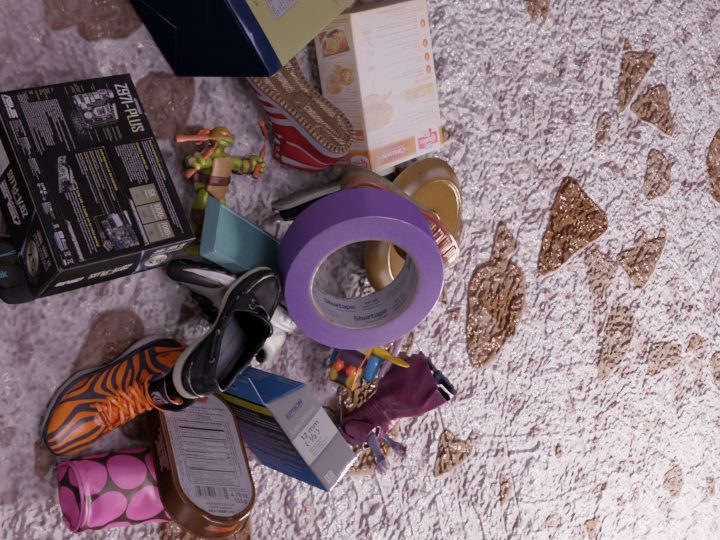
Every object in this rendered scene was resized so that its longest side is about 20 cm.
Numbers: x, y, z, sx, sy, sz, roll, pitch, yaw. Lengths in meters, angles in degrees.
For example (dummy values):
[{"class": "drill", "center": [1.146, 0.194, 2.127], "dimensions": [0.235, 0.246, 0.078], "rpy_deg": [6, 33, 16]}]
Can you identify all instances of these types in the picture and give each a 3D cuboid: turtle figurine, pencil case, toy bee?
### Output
[{"class": "turtle figurine", "center": [-0.179, -0.102, 1.454], "dimensions": [0.200, 0.064, 0.163], "rpy_deg": [-13, 115, -66]}, {"class": "pencil case", "center": [-0.258, 0.257, 1.438], "dimensions": [0.199, 0.091, 0.094], "rpy_deg": [2, 112, -39]}, {"class": "toy bee", "center": [-0.001, 0.116, 1.605], "dimensions": [0.109, 0.130, 0.202], "rpy_deg": [82, 12, -76]}]

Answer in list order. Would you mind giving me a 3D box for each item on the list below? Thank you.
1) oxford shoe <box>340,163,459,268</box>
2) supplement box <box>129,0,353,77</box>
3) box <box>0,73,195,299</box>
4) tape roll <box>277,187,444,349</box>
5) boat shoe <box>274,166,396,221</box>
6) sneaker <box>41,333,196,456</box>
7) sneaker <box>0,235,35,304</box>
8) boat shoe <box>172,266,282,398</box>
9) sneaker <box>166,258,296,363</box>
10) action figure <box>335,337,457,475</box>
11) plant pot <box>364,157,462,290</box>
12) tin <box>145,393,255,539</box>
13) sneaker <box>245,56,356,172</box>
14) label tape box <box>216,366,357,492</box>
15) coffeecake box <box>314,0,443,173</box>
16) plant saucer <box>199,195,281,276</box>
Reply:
[{"class": "oxford shoe", "center": [0.052, -0.072, 1.560], "dimensions": [0.071, 0.074, 0.200], "rpy_deg": [-39, 126, 17]}, {"class": "supplement box", "center": [-0.123, -0.330, 1.384], "dimensions": [0.200, 0.199, 0.135], "rpy_deg": [-46, 124, -25]}, {"class": "box", "center": [-0.293, -0.092, 1.299], "dimensions": [0.163, 0.086, 0.201], "rpy_deg": [-17, 80, -37]}, {"class": "tape roll", "center": [0.000, 0.000, 1.512], "dimensions": [0.198, 0.066, 0.201], "rpy_deg": [-7, 126, -9]}, {"class": "boat shoe", "center": [-0.024, -0.089, 1.589], "dimensions": [0.199, 0.075, 0.061], "rpy_deg": [-22, 105, -36]}, {"class": "sneaker", "center": [-0.263, 0.142, 1.394], "dimensions": [0.200, 0.112, 0.078], "rpy_deg": [-42, 121, -28]}, {"class": "sneaker", "center": [-0.313, -0.037, 1.349], "dimensions": [0.199, 0.075, 0.080], "rpy_deg": [-32, 114, -33]}, {"class": "boat shoe", "center": [-0.134, 0.069, 1.412], "dimensions": [0.199, 0.066, 0.075], "rpy_deg": [-48, 125, -41]}, {"class": "sneaker", "center": [-0.159, 0.049, 1.498], "dimensions": [0.200, 0.074, 0.080], "rpy_deg": [37, 78, -38]}, {"class": "action figure", "center": [0.025, 0.188, 1.656], "dimensions": [0.199, 0.134, 0.149], "rpy_deg": [-34, 84, -4]}, {"class": "plant pot", "center": [0.080, -0.054, 1.671], "dimensions": [0.200, 0.027, 0.201], "rpy_deg": [-33, 136, -39]}, {"class": "tin", "center": [-0.184, 0.218, 1.434], "dimensions": [0.111, 0.201, 0.042], "rpy_deg": [14, 130, -36]}, {"class": "sneaker", "center": [-0.097, -0.204, 1.524], "dimensions": [0.071, 0.112, 0.200], "rpy_deg": [-41, 91, -25]}, {"class": "label tape box", "center": [-0.109, 0.169, 1.509], "dimensions": [0.066, 0.143, 0.201], "rpy_deg": [-45, 123, -25]}, {"class": "coffeecake box", "center": [0.025, -0.241, 1.597], "dimensions": [0.153, 0.073, 0.202], "rpy_deg": [-24, 111, -45]}, {"class": "plant saucer", "center": [-0.137, -0.029, 1.473], "dimensions": [0.200, 0.019, 0.071], "rpy_deg": [36, 59, -67]}]
